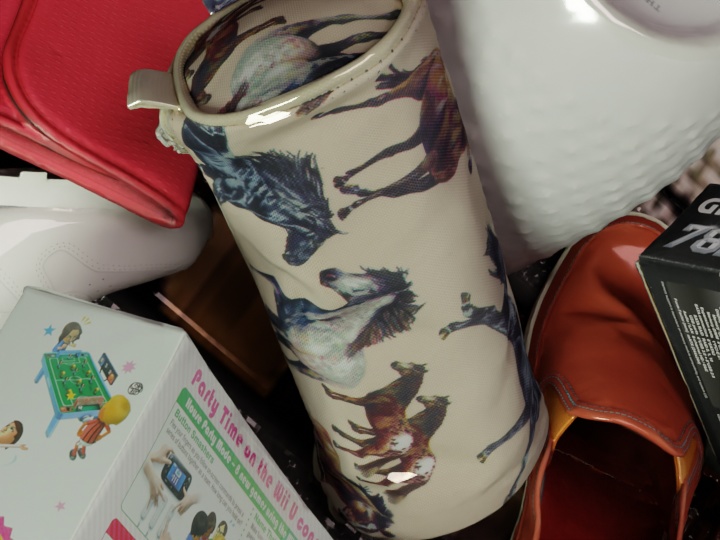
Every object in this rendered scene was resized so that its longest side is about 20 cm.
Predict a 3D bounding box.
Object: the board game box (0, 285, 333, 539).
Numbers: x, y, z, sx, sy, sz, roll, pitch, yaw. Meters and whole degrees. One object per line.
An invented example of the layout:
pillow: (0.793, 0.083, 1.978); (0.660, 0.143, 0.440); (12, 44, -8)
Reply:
board game box: (-0.091, 0.130, 0.685); (0.200, 0.064, 0.148); (-61, 147, -24)

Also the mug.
mug: (0.044, -0.106, 0.789); (0.148, 0.175, 0.200); (-38, 94, -28)

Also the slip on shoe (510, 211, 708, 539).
slip on shoe: (0.088, 0.059, 0.816); (0.074, 0.061, 0.200); (19, 54, -4)

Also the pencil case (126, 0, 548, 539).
pencil case: (0.000, 0.000, 0.742); (0.078, 0.089, 0.200); (-84, 160, -49)

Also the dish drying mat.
dish drying mat: (-0.075, -0.102, 0.779); (0.077, 0.018, 0.200); (27, 43, -18)

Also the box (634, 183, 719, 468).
box: (0.203, 0.075, 0.765); (0.050, 0.198, 0.200); (-42, 123, -28)

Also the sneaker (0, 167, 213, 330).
sneaker: (-0.141, 0.008, 0.741); (0.200, 0.076, 0.081); (-7, 91, -22)
